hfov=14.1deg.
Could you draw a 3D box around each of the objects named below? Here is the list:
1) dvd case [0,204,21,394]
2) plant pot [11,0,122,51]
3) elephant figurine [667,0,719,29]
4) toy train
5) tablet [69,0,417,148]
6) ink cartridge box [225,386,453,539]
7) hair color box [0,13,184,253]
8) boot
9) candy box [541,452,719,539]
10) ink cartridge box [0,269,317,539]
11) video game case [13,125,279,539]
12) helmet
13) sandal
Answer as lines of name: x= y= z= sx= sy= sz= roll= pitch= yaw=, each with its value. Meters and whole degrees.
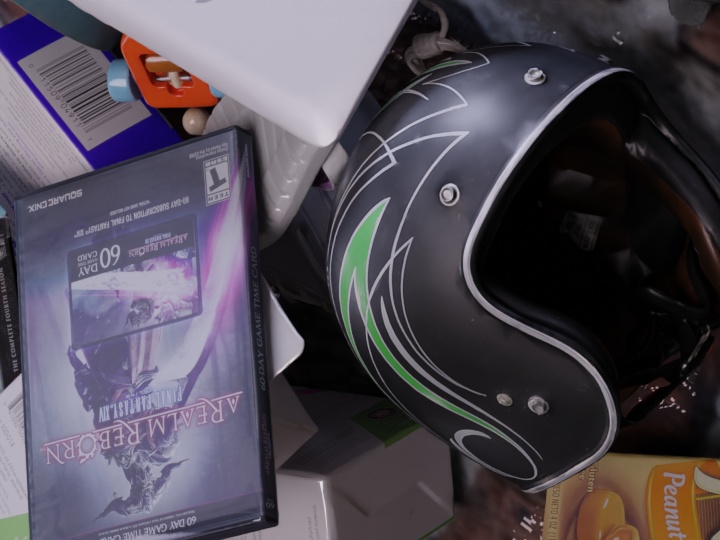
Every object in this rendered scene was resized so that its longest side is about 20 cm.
dvd case: x=-0.214 y=0.026 z=1.599 sx=0.146 sy=0.022 sz=0.201 roll=45 pitch=147 yaw=50
plant pot: x=-0.160 y=-0.229 z=1.503 sx=0.200 sy=0.200 sz=0.135 roll=45 pitch=100 yaw=14
elephant figurine: x=0.206 y=-0.163 z=1.281 sx=0.200 sy=0.155 sz=0.142 roll=24 pitch=97 yaw=36
toy train: x=-0.044 y=-0.137 z=1.458 sx=0.199 sy=0.056 sz=0.150 roll=-4 pitch=143 yaw=21
tablet: x=-0.062 y=-0.157 z=1.378 sx=0.200 sy=0.014 sz=0.130 roll=31 pitch=94 yaw=22
ink cartridge box: x=-0.064 y=0.111 z=1.575 sx=0.199 sy=0.117 sz=0.068 roll=6 pitch=110 yaw=35
hair color box: x=-0.180 y=-0.049 z=1.612 sx=0.109 sy=0.065 sz=0.200 roll=51 pitch=142 yaw=9
boot: x=0.000 y=0.000 z=1.539 sx=0.096 sy=0.073 sz=0.201 roll=-35 pitch=77 yaw=44
candy box: x=0.184 y=0.152 z=1.439 sx=0.199 sy=0.055 sz=0.116 roll=0 pitch=81 yaw=36
ink cartridge box: x=-0.103 y=0.072 z=1.481 sx=0.200 sy=0.067 sz=0.117 roll=-43 pitch=56 yaw=16
video game case: x=-0.108 y=0.041 z=1.440 sx=0.142 sy=0.019 sz=0.201 roll=-16 pitch=68 yaw=30
helmet: x=0.076 y=-0.010 z=1.400 sx=0.191 sy=0.200 sz=0.200 roll=50 pitch=128 yaw=-1
sandal: x=-0.026 y=-0.070 z=1.443 sx=0.203 sy=0.050 sz=0.083 roll=-49 pitch=50 yaw=53
